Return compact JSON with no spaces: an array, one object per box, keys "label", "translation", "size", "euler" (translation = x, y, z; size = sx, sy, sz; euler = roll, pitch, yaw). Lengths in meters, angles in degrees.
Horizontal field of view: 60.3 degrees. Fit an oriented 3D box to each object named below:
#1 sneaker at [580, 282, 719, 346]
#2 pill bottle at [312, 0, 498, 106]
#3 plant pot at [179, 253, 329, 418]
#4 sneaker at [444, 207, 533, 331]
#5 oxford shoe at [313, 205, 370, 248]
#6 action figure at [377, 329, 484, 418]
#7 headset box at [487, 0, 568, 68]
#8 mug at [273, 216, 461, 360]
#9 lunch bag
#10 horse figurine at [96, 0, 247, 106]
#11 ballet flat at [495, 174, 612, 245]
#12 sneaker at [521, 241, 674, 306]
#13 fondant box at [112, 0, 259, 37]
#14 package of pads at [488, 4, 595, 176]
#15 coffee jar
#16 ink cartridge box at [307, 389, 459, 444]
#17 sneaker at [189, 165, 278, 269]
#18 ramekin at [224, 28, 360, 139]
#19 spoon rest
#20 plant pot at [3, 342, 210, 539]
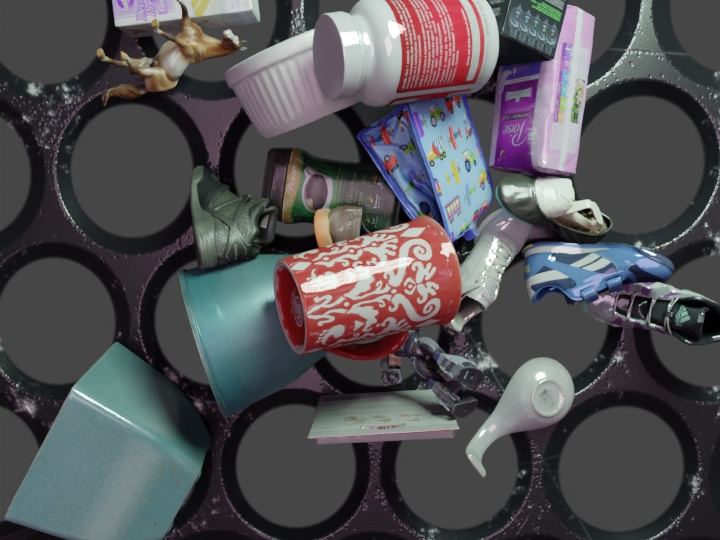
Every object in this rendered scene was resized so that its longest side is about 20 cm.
[{"label":"sneaker","translation":[0.410,0.054,0.834],"size":[0.193,0.140,0.080],"euler":[6,96,1]},{"label":"pill bottle","translation":[0.049,-0.249,0.699],"size":[0.195,0.112,0.116],"euler":[-14,96,-25]},{"label":"plant pot","translation":[-0.126,0.067,0.843],"size":[0.183,0.200,0.206],"euler":[-19,95,-11]},{"label":"sneaker","translation":[0.178,0.002,0.857],"size":[0.074,0.100,0.201],"euler":[34,101,-28]},{"label":"oxford shoe","translation":[0.000,0.000,0.842],"size":[0.071,0.073,0.203],"euler":[-10,133,14]},{"label":"action figure","translation":[0.082,0.112,0.850],"size":[0.068,0.199,0.134],"euler":[3,111,-39]},{"label":"headset box","translation":[0.177,-0.360,0.778],"size":[0.090,0.173,0.206],"euler":[10,96,-28]},{"label":"mug","translation":[0.007,0.042,0.741],"size":[0.195,0.133,0.184],"euler":[-13,106,-25]},{"label":"lunch bag","translation":[0.110,-0.134,0.824],"size":[0.093,0.150,0.203],"euler":[-20,104,44]},{"label":"horse figurine","translation":[-0.268,-0.293,0.850],"size":[0.197,0.132,0.051],"euler":[-33,74,13]},{"label":"ballet flat","translation":[0.266,-0.087,0.823],"size":[0.196,0.068,0.070],"euler":[18,62,-34]},{"label":"sneaker","translation":[0.315,0.010,0.839],"size":[0.195,0.074,0.085],"euler":[1,74,30]},{"label":"fondant box","translation":[-0.245,-0.416,0.858],"size":[0.193,0.058,0.149],"euler":[-5,96,4]},{"label":"package of pads","translation":[0.236,-0.230,0.823],"size":[0.074,0.120,0.207],"euler":[3,96,-26]},{"label":"coffee jar","translation":[-0.040,-0.108,0.865],"size":[0.193,0.085,0.108],"euler":[11,100,0]},{"label":"ink cartridge box","translation":[0.032,0.211,0.848],"size":[0.193,0.176,0.046],"euler":[-4,96,3]},{"label":"sneaker","translation":[-0.176,-0.078,0.844],"size":[0.111,0.201,0.078],"euler":[-6,126,-18]},{"label":"ramekin","translation":[-0.069,-0.245,0.804],"size":[0.197,0.203,0.097],"euler":[-20,106,4]},{"label":"spoon rest","translation":[0.230,0.212,0.908],"size":[0.199,0.061,0.100],"euler":[-39,95,-8]},{"label":"plant pot","translation":[-0.324,0.257,0.868],"size":[0.197,0.197,0.199],"euler":[30,96,-11]}]
